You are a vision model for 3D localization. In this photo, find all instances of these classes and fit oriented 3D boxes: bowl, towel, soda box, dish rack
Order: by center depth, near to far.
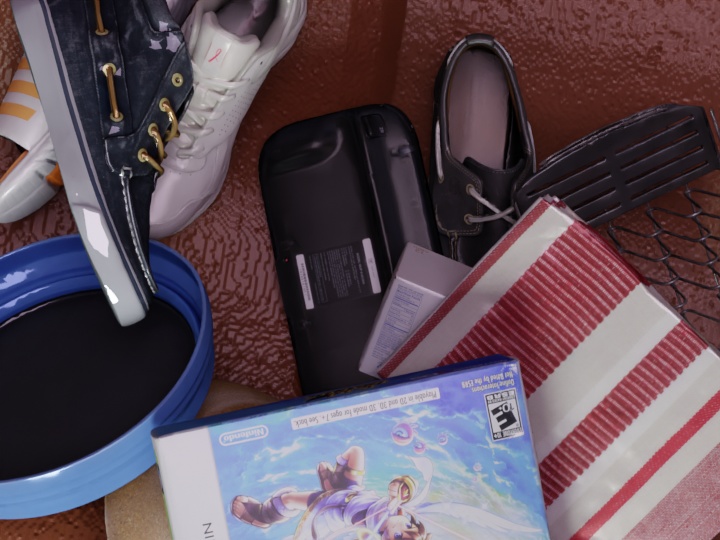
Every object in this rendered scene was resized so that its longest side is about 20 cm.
[{"bbox_3d":[0.127,0.074,1.003,0.200,0.023,0.144,43,102,-1],"label":"towel"},{"bbox_3d":[-0.177,0.059,1.039,0.199,0.040,0.202,-11,40,9],"label":"bowl"},{"bbox_3d":[0.104,0.056,1.050,0.198,0.068,0.064,23,110,1],"label":"soda box"},{"bbox_3d":[0.183,0.006,1.108,0.152,0.055,0.201,-26,110,-9],"label":"dish rack"}]

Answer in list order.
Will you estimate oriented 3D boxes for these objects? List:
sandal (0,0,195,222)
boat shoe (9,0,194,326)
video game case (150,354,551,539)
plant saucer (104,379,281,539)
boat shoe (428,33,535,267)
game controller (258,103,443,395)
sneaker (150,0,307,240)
[{"bbox_3d":[-0.173,-0.120,1.108,0.059,0.079,0.207,35,75,3],"label":"sandal"},{"bbox_3d":[-0.128,-0.075,1.025,0.090,0.071,0.202,-17,81,-8],"label":"boat shoe"},{"bbox_3d":[0.003,0.154,0.962,0.198,0.045,0.183,-12,93,-9],"label":"video game case"},{"bbox_3d":[-0.054,0.150,1.039,0.199,0.035,0.202,26,49,-34],"label":"plant saucer"},{"bbox_3d":[0.075,-0.045,1.127,0.071,0.068,0.202,-2,85,-6],"label":"boat shoe"},{"bbox_3d":[0.000,0.000,1.124,0.103,0.042,0.202,-14,83,16],"label":"game controller"},{"bbox_3d":[-0.097,-0.114,1.099,0.077,0.099,0.201,25,80,-2],"label":"sneaker"}]
